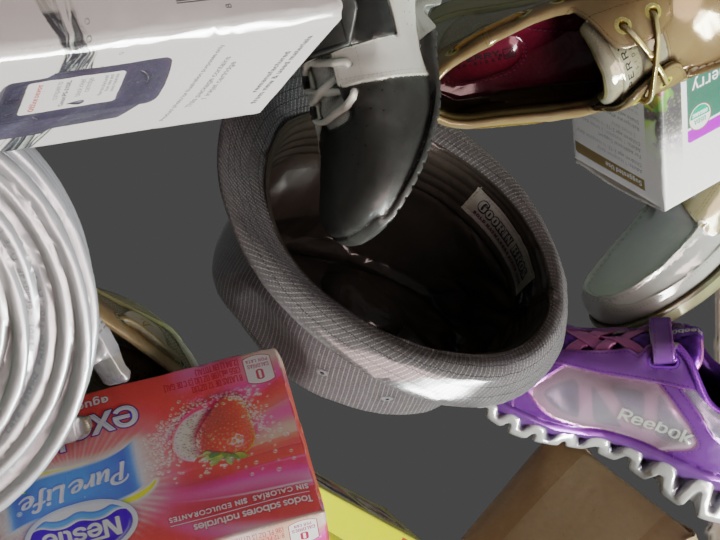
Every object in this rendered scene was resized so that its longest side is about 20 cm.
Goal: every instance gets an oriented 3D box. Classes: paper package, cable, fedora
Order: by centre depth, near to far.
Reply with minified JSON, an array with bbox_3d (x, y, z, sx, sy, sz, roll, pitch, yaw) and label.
[{"bbox_3d":[-0.203,0.019,0.784,0.199,0.069,0.201,-23,114,-9],"label":"cable"},{"bbox_3d":[0.000,0.000,0.955,0.199,0.178,0.090,20,136,-23],"label":"fedora"},{"bbox_3d":[0.102,0.216,1.148,0.200,0.103,0.191,-49,155,-8],"label":"paper package"}]

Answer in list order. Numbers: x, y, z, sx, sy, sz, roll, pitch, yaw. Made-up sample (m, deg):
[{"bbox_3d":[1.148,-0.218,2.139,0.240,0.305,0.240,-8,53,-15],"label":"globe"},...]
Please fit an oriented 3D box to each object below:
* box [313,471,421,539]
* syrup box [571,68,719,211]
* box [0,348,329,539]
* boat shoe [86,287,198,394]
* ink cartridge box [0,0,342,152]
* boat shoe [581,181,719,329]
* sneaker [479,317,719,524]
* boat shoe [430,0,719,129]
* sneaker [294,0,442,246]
[{"bbox_3d":[-0.049,0.134,1.038,0.076,0.050,0.200,-55,137,-1],"label":"box"},{"bbox_3d":[0.157,-0.141,1.038,0.078,0.081,0.201,-27,128,-25],"label":"syrup box"},{"bbox_3d":[-0.116,0.122,0.882,0.198,0.095,0.103,-14,140,-7],"label":"box"},{"bbox_3d":[-0.145,0.032,0.885,0.200,0.063,0.074,29,94,-45],"label":"boat shoe"},{"bbox_3d":[-0.128,-0.127,0.744,0.199,0.146,0.084,-12,161,-35],"label":"ink cartridge box"},{"bbox_3d":[0.196,-0.045,1.140,0.200,0.075,0.069,-42,122,-17],"label":"boat shoe"},{"bbox_3d":[0.143,0.057,1.081,0.199,0.081,0.089,23,123,-5],"label":"sneaker"},{"bbox_3d":[0.120,-0.106,0.958,0.198,0.067,0.074,-14,121,15],"label":"boat shoe"},{"bbox_3d":[-0.011,-0.111,0.886,0.088,0.074,0.202,20,66,-32],"label":"sneaker"}]
